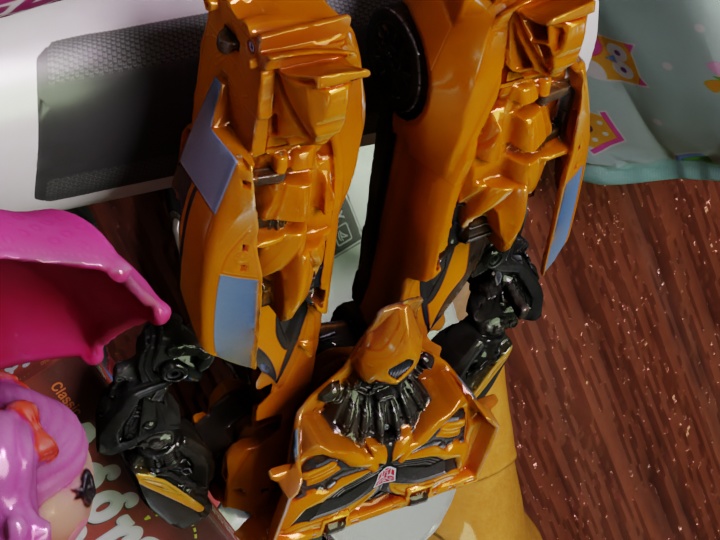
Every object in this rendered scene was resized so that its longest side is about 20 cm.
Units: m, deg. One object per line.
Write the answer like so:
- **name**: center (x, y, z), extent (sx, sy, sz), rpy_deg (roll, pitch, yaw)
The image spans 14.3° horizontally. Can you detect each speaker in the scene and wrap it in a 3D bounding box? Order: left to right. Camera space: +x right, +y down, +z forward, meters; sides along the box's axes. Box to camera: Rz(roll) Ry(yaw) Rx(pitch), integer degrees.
- **speaker**: center (-0.034, -0.068, 0.800), extent (0.199, 0.081, 0.082), rpy_deg (-13, 112, -29)

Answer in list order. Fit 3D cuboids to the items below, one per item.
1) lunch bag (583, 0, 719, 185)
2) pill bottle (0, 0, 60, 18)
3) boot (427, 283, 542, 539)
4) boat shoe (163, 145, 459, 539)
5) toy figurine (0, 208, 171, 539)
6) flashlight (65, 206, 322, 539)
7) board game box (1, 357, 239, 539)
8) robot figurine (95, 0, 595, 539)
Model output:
- **lunch bag**: center (0.128, -0.153, 1.000), extent (0.200, 0.122, 0.171), rpy_deg (-56, 134, -32)
- **pill bottle**: center (-0.116, -0.108, 0.662), extent (0.200, 0.113, 0.114), rpy_deg (-22, 118, -40)
- **boot**: center (0.032, 0.076, 1.015), extent (0.144, 0.070, 0.202), rpy_deg (25, 69, -65)
- **boat shoe**: center (-0.021, -0.006, 0.899), extent (0.070, 0.064, 0.201), rpy_deg (-23, 107, -28)
- **toy figurine**: center (-0.084, 0.077, 0.683), extent (0.149, 0.200, 0.185), rpy_deg (-13, 112, -6)
- **flashlight**: center (-0.073, 0.041, 0.877), extent (0.200, 0.067, 0.068), rpy_deg (49, 45, -45)
- **board game box**: center (-0.087, 0.099, 0.864), extent (0.103, 0.019, 0.200), rpy_deg (-33, 137, 0)
- **robot figurine**: center (0.000, 0.000, 0.781), extent (0.144, 0.058, 0.201), rpy_deg (-17, 138, -25)
